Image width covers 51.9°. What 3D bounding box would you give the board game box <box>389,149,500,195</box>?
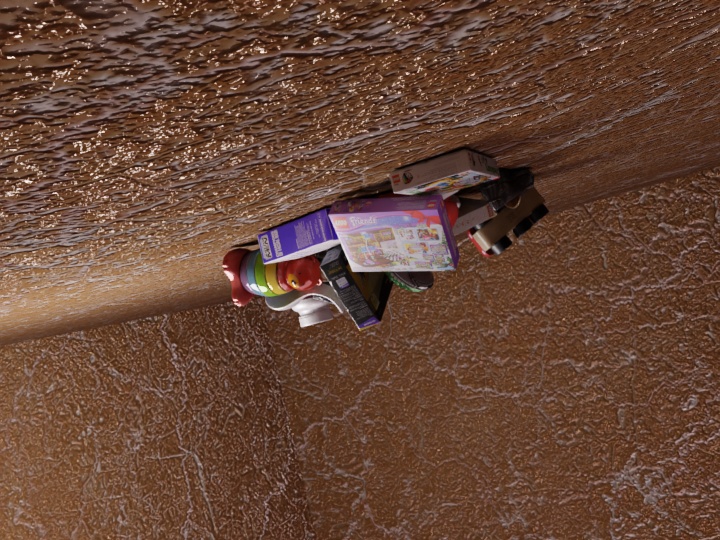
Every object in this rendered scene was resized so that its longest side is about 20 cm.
[{"bbox_3d":[0.139,-0.151,1.178,0.124,0.035,0.199,-14,178,24],"label":"board game box"}]

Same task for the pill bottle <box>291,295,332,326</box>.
[{"bbox_3d":[-0.132,0.033,1.861,0.111,0.203,0.113,-14,177,-1],"label":"pill bottle"}]

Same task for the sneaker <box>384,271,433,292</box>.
[{"bbox_3d":[0.073,-0.045,1.409,0.078,0.201,0.085,-44,-172,-39],"label":"sneaker"}]

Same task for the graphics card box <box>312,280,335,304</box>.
[{"bbox_3d":[-0.017,0.023,1.715,0.124,0.052,0.200,14,-157,16],"label":"graphics card box"}]

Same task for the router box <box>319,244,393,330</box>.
[{"bbox_3d":[0.000,0.000,1.500,0.052,0.158,0.201,-23,-159,24],"label":"router box"}]

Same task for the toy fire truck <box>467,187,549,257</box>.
[{"bbox_3d":[0.315,-0.119,1.719,0.175,0.129,0.200,-39,176,-10],"label":"toy fire truck"}]

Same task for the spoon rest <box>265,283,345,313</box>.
[{"bbox_3d":[-0.123,0.048,1.607,0.197,0.100,0.061,6,147,29],"label":"spoon rest"}]

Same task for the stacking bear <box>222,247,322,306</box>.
[{"bbox_3d":[-0.175,0.003,1.577,0.197,0.123,0.114,-1,-155,29],"label":"stacking bear"}]

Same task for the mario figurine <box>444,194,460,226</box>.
[{"bbox_3d":[0.116,-0.126,1.462,0.199,0.106,0.124,0,-134,54],"label":"mario figurine"}]

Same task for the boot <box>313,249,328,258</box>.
[{"bbox_3d":[-0.111,-0.048,1.597,0.095,0.076,0.200,-14,-177,-10],"label":"boot"}]

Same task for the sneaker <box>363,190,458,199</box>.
[{"bbox_3d":[0.098,-0.096,1.336,0.198,0.110,0.067,-14,178,10],"label":"sneaker"}]

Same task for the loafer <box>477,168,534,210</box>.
[{"bbox_3d":[0.292,-0.158,1.466,0.072,0.074,0.199,-17,177,40],"label":"loafer"}]

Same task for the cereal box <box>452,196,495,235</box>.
[{"bbox_3d":[0.170,-0.103,1.584,0.198,0.040,0.143,-24,-161,-21],"label":"cereal box"}]

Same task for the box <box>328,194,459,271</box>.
[{"bbox_3d":[0.058,-0.060,1.259,0.197,0.138,0.039,0,-135,25],"label":"box"}]

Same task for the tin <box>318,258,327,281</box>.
[{"bbox_3d":[-0.111,-0.023,1.700,0.198,0.043,0.111,18,-157,37],"label":"tin"}]

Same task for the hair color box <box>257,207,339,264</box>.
[{"bbox_3d":[-0.092,-0.069,1.417,0.198,0.066,0.109,-18,176,41],"label":"hair color box"}]
